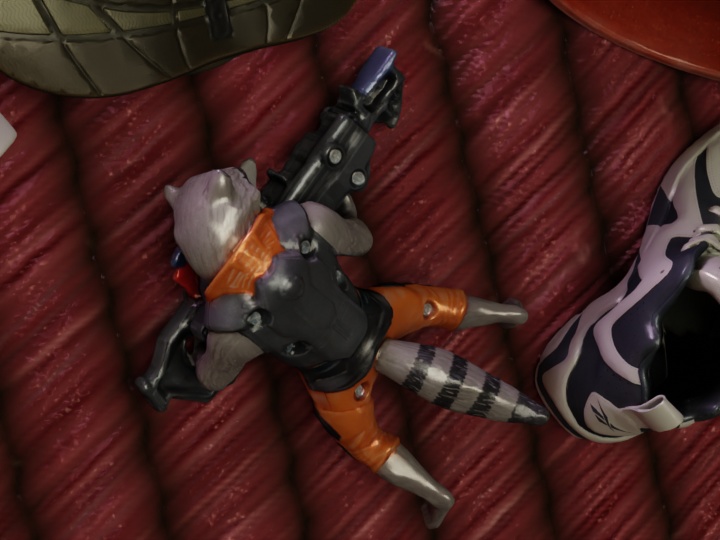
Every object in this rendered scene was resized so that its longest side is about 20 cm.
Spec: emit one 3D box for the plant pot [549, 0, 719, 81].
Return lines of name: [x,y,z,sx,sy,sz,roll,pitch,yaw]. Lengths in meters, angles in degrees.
plant pot: [0.196,-0.213,0.866,0.200,0.201,0.196,22,76,-18]

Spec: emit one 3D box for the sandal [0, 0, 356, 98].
sandal: [-0.093,-0.127,0.837,0.199,0.054,0.082,-18,104,-32]

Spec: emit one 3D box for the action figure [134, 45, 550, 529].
action figure: [0.000,0.000,0.845,0.193,0.104,0.201,31,84,-27]

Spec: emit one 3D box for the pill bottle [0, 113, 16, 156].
pill bottle: [-0.237,-0.102,0.752,0.112,0.112,0.200,-44,104,-12]

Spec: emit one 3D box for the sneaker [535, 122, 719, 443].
sneaker: [0.177,0.003,0.889,0.199,0.129,0.080,-44,105,-13]
